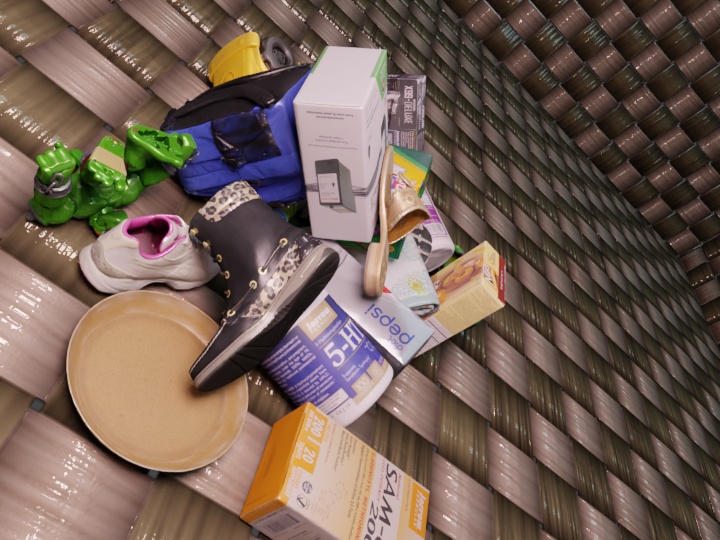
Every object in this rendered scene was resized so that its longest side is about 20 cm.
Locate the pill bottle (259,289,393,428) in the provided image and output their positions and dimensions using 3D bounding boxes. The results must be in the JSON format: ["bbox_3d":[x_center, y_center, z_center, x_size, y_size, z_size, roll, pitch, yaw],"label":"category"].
[{"bbox_3d":[-0.065,0.088,0.749,0.200,0.120,0.120,49,33,-4],"label":"pill bottle"}]

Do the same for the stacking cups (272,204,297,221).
[{"bbox_3d":[-0.130,-0.063,0.866,0.060,0.060,0.200,39,35,-19],"label":"stacking cups"}]

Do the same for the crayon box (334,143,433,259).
[{"bbox_3d":[0.029,-0.115,0.927,0.118,0.058,0.200,16,46,8],"label":"crayon box"}]

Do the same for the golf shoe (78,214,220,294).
[{"bbox_3d":[-0.213,-0.025,0.701,0.200,0.091,0.075,-15,69,-57],"label":"golf shoe"}]

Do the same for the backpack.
[{"bbox_3d":[-0.154,-0.166,0.817,0.163,0.199,0.168,-64,144,-58],"label":"backpack"}]

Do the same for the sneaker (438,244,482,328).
[{"bbox_3d":[0.172,0.032,1.118,0.200,0.078,0.085,-93,164,-51],"label":"sneaker"}]

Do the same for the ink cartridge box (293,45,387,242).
[{"bbox_3d":[-0.016,-0.157,0.775,0.084,0.200,0.146,7,46,11],"label":"ink cartridge box"}]

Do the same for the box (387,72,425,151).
[{"bbox_3d":[0.027,-0.227,1.029,0.050,0.157,0.201,-46,139,-58],"label":"box"}]

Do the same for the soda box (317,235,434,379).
[{"bbox_3d":[-0.002,0.046,0.807,0.200,0.063,0.068,42,63,11],"label":"soda box"}]

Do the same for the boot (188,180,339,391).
[{"bbox_3d":[-0.140,0.014,0.667,0.154,0.204,0.073,42,-4,18],"label":"boot"}]

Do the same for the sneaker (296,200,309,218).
[{"bbox_3d":[-0.038,-0.115,1.013,0.199,0.081,0.115,38,36,-20],"label":"sneaker"}]

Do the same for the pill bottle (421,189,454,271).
[{"bbox_3d":[0.084,-0.099,1.121,0.112,0.112,0.201,5,55,-49],"label":"pill bottle"}]

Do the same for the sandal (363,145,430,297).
[{"bbox_3d":[0.056,-0.063,0.792,0.078,0.069,0.212,74,24,-65],"label":"sandal"}]

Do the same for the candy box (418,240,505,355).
[{"bbox_3d":[0.130,0.051,0.950,0.055,0.200,0.116,43,34,-16],"label":"candy box"}]

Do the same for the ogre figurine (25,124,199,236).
[{"bbox_3d":[-0.277,-0.101,0.669,0.098,0.120,0.200,46,34,-17],"label":"ogre figurine"}]

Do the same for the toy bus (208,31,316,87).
[{"bbox_3d":[-0.137,-0.251,0.990,0.200,0.135,0.193,18,59,-45],"label":"toy bus"}]

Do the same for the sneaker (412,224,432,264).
[{"bbox_3d":[0.055,0.001,0.994,0.080,0.083,0.200,25,60,-7],"label":"sneaker"}]

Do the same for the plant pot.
[{"bbox_3d":[-0.207,0.114,0.634,0.200,0.027,0.201,31,38,-28],"label":"plant pot"}]

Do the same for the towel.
[{"bbox_3d":[0.000,0.000,0.899,0.199,0.048,0.172,-8,60,-17],"label":"towel"}]

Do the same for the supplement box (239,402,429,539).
[{"bbox_3d":[-0.019,0.260,0.682,0.200,0.073,0.126,40,35,-18],"label":"supplement box"}]
